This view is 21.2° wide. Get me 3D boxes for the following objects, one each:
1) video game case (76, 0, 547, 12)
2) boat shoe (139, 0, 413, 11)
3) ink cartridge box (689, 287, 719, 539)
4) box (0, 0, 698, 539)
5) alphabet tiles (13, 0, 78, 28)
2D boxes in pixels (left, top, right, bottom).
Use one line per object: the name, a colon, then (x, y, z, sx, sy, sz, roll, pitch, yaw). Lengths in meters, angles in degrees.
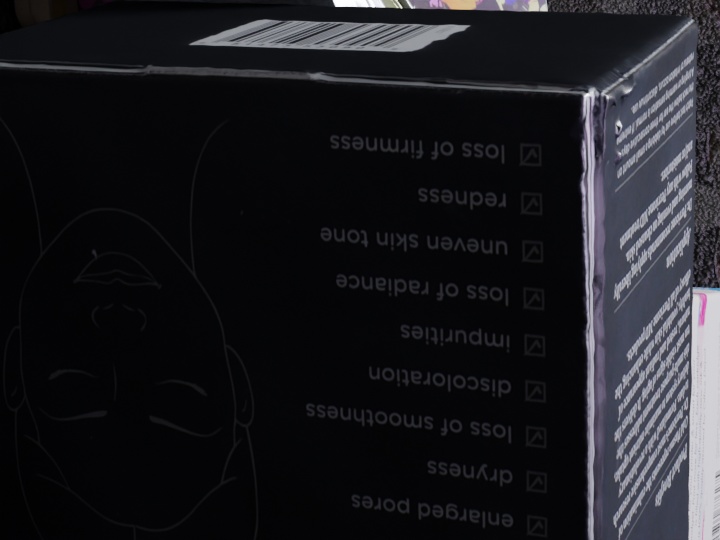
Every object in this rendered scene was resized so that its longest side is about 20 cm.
video game case: (-0.019, -0.139, 0.697, 0.036, 0.199, 0.183, 8, -67, 49)
boat shoe: (-0.006, -0.064, 0.642, 0.201, 0.072, 0.062, 55, 33, -12)
ink cartridge box: (0.092, 0.065, 0.721, 0.200, 0.067, 0.116, -1, 93, -68)
box: (-0.010, 0.028, 0.563, 0.124, 0.198, 0.199, -34, 126, -63)
alphabet tiles: (-0.104, -0.023, 0.697, 0.196, 0.014, 0.202, -67, 156, -80)
